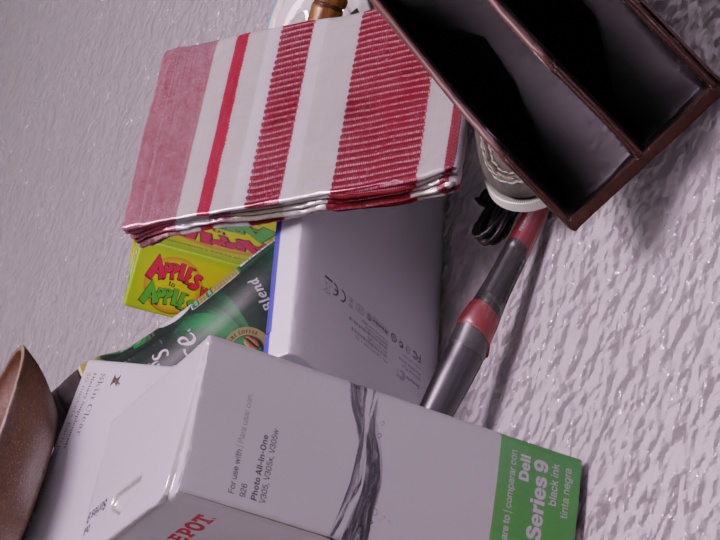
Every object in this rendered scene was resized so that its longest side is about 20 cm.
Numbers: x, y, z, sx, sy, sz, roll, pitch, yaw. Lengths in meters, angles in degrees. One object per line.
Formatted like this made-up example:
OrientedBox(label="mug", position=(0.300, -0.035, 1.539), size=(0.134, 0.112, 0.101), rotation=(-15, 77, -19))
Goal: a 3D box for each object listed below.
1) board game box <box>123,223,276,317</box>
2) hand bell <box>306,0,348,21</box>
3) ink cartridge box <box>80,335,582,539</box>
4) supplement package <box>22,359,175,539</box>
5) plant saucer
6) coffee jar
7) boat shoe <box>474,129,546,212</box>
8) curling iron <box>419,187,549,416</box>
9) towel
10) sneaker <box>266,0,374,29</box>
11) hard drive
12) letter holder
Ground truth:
OrientedBox(label="board game box", position=(-0.101, -0.015, 1.449), size=(0.200, 0.101, 0.048), rotation=(-103, 29, -73))
OrientedBox(label="hand bell", position=(-0.022, -0.159, 1.316), size=(0.104, 0.104, 0.201), rotation=(-141, 69, -70))
OrientedBox(label="ink cartridge box", position=(-0.016, 0.117, 1.032), size=(0.146, 0.199, 0.084), rotation=(-39, 35, 57))
OrientedBox(label="supplement package", position=(-0.096, 0.170, 1.158), size=(0.111, 0.156, 0.201), rotation=(0, 66, 53))
OrientedBox(label="plant saucer", position=(-0.211, 0.140, 1.195), size=(0.200, 0.037, 0.201), rotation=(-157, 90, -78))
OrientedBox(label="coffee jar", position=(-0.090, 0.068, 1.295), size=(0.200, 0.104, 0.085), rotation=(-34, 0, -3))
OrientedBox(label="boat shoe", position=(0.095, -0.130, 1.139), size=(0.060, 0.072, 0.202), rotation=(54, -136, -58))
OrientedBox(label="curling iron", position=(0.057, 0.032, 1.148), size=(0.050, 0.026, 0.201), rotation=(-6, 60, 60))
OrientedBox(label="towel", position=(-0.030, -0.085, 1.196), size=(0.199, 0.023, 0.144), rotation=(-9, 49, 21))
OrientedBox(label="sneaker", position=(0.011, -0.181, 1.381), size=(0.200, 0.076, 0.081), rotation=(-53, 27, 0))
OrientedBox(label="hard drive", position=(0.000, 0.000, 1.217), size=(0.025, 0.132, 0.200), rotation=(-22, 46, 30))
OrientedBox(label="letter holder", position=(0.058, -0.140, 1.034), size=(0.101, 0.142, 0.200), rotation=(-43, 47, 9))
